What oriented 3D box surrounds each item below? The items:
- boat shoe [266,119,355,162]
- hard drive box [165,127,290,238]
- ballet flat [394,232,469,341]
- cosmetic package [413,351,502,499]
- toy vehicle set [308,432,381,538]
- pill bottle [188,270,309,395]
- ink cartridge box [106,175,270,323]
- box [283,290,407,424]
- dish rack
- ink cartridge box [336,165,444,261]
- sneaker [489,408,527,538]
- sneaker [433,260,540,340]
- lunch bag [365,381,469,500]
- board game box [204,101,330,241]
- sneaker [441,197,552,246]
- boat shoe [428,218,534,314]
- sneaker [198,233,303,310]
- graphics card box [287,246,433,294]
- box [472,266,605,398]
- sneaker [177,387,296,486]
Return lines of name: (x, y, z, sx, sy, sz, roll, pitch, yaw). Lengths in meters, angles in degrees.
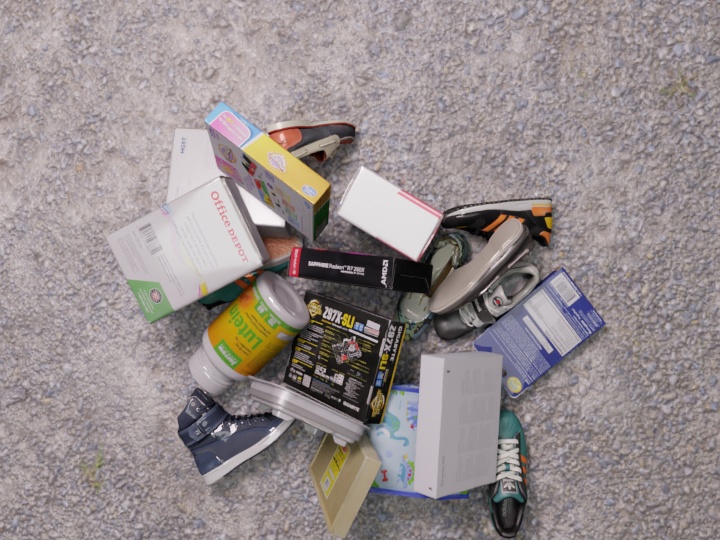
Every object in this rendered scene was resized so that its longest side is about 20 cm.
boat shoe: (-0.072, -0.203, 1.120, 0.070, 0.199, 0.064, -11, 94, 36)
hard drive box: (-0.210, -0.143, 1.154, 0.195, 0.077, 0.160, 4, 78, 1)
ballet flat: (0.110, 0.022, 1.163, 0.073, 0.074, 0.203, 28, 90, 1)
cosmetic package: (0.151, 0.230, 1.075, 0.051, 0.149, 0.205, 3, 90, 44)
toy vehicle set: (-0.029, 0.307, 1.103, 0.026, 0.200, 0.126, 25, 95, -17)
pill bottle: (-0.185, 0.107, 1.142, 0.200, 0.111, 0.111, -43, 89, 15)
ink cartridge box: (-0.255, -0.033, 1.065, 0.197, 0.088, 0.147, -27, 94, 5)
box: (-0.030, 0.134, 1.121, 0.198, 0.049, 0.163, 15, 90, 43)
dish rack: (-0.088, 0.216, 1.066, 0.170, 0.199, 0.044, 29, 75, -17)
ink cartridge box: (0.047, -0.087, 1.100, 0.144, 0.200, 0.086, 31, 97, 1)
sneaker: (0.242, 0.333, 1.146, 0.070, 0.080, 0.205, -2, 89, 4)
sneaker: (0.206, 0.047, 1.153, 0.198, 0.089, 0.075, -35, 91, 3)
lunch bag: (0.099, 0.275, 1.144, 0.196, 0.127, 0.174, 11, 85, -14)
board game box: (-0.134, -0.141, 1.036, 0.199, 0.153, 0.041, 38, 74, 6)
sneaker: (0.226, -0.067, 1.147, 0.196, 0.070, 0.092, -7, 94, -14)
boat shoe: (0.196, 0.007, 1.114, 0.200, 0.067, 0.057, -45, 119, 8)
sneaker: (-0.186, 0.002, 1.178, 0.197, 0.081, 0.072, -22, 51, -14)
graphics card box: (0.000, 0.000, 1.098, 0.197, 0.125, 0.052, 8, 89, 35)
box: (0.294, 0.104, 1.177, 0.199, 0.032, 0.122, -39, 89, 0)
sneaker: (-0.210, 0.242, 1.171, 0.200, 0.077, 0.148, -33, 89, 0)
